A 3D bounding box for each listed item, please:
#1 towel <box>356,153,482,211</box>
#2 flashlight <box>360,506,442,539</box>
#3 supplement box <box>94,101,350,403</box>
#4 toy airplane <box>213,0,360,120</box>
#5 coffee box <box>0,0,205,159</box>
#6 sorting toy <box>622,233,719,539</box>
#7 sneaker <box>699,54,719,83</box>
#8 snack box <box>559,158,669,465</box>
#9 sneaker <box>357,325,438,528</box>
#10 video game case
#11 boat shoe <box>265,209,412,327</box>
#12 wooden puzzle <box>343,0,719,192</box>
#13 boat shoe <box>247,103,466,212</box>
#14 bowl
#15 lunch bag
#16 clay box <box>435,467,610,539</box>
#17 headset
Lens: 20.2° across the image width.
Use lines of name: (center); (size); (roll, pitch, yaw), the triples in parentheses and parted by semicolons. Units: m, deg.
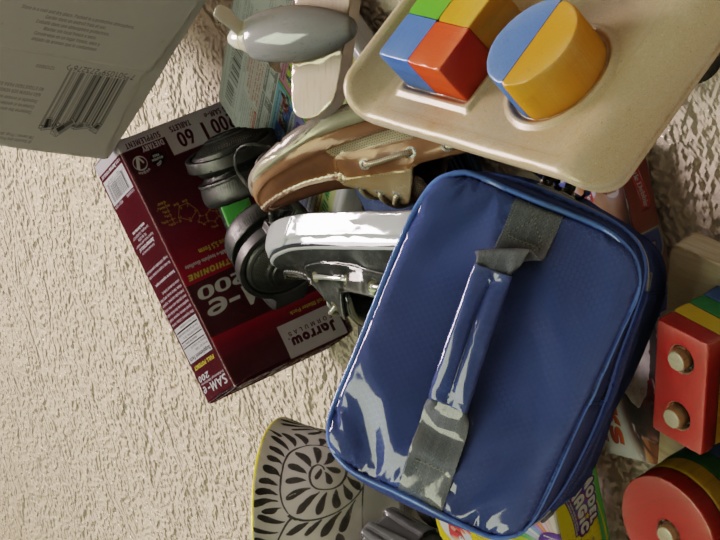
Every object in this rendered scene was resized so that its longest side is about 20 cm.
towel: (0.071, 0.006, 1.280); (0.200, 0.048, 0.112); (62, 152, 7)
flashlight: (0.080, 0.228, 1.333); (0.200, 0.068, 0.068); (27, 172, 30)
supplement box: (-0.103, -0.016, 1.499); (0.200, 0.109, 0.061); (63, 151, 4)
toy airplane: (-0.026, -0.218, 1.176); (0.199, 0.141, 0.200); (-56, 45, 35)
coffee box: (-0.246, -0.223, 1.403); (0.200, 0.199, 0.198); (-55, 52, 26)
sorting toy: (0.222, 0.112, 1.053); (0.200, 0.069, 0.199); (30, 134, 40)
sneaker: (0.125, -0.132, 1.071); (0.200, 0.074, 0.079); (33, 150, 52)
snack box: (0.153, 0.018, 1.172); (0.072, 0.024, 0.201); (11, 120, 55)
sneaker: (0.027, 0.085, 1.382); (0.079, 0.075, 0.201); (30, 138, 55)
video game case: (-0.041, -0.127, 1.376); (0.182, 0.022, 0.200); (58, 151, 31)
boat shoe: (0.000, 0.000, 1.233); (0.200, 0.072, 0.071); (-3, 87, 61)
wooden puzzle: (0.096, -0.139, 0.994); (0.200, 0.185, 0.046); (24, 164, 49)
boat shoe: (0.019, -0.071, 1.206); (0.200, 0.076, 0.072); (-24, 88, 31)
bowl: (-0.003, 0.201, 1.471); (0.094, 0.201, 0.201); (-8, 110, 15)
lunch bag: (0.077, 0.037, 1.077); (0.136, 0.132, 0.201); (23, 98, 13)
clay box: (0.091, 0.123, 1.247); (0.115, 0.048, 0.200); (23, 143, 38)
headset: (-0.058, -0.049, 1.377); (0.124, 0.094, 0.200); (64, 170, 11)
